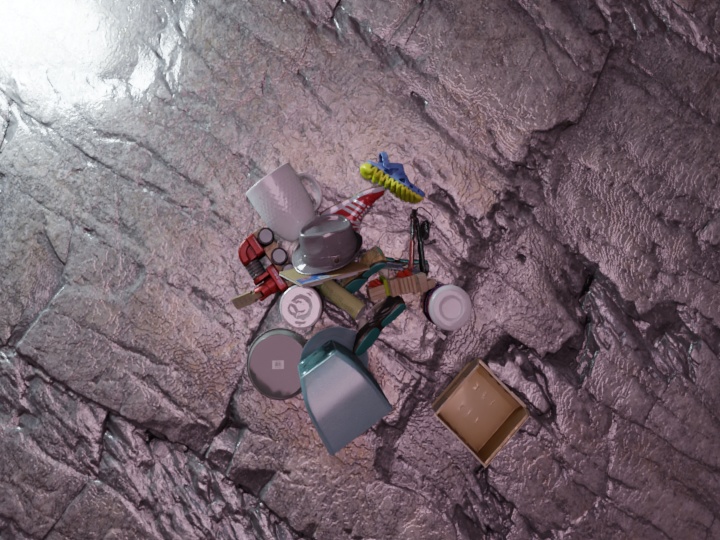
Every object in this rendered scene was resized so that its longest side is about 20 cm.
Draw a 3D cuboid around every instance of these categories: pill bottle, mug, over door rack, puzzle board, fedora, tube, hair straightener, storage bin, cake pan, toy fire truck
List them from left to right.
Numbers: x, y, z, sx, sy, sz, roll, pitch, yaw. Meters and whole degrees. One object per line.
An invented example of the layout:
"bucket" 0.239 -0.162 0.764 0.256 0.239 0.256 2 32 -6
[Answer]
"toy fire truck" -0.289 0.008 1.449 0.198 0.129 0.178 -36 90 -11
"cake pan" -0.228 0.265 1.475 0.194 0.037 0.207 0 89 0
"mug" -0.187 -0.190 1.441 0.199 0.147 0.178 -40 100 -31
"pill bottle" -0.150 0.092 1.397 0.107 0.200 0.115 0 89 -1
"puzzle board" -0.094 0.005 1.362 0.196 0.150 0.018 -15 110 -28
"fedora" -0.092 -0.081 1.354 0.194 0.179 0.092 -12 129 -1
"tube" -0.073 0.057 1.439 0.198 0.052 0.059 35 99 18
"over door rack" 0.130 0.187 1.466 0.198 0.067 0.149 37 90 0
"hair straightener" 0.172 -0.087 1.457 0.074 0.041 0.206 6 64 -8
"pill bottle" 0.225 0.095 1.401 0.109 0.200 0.116 0 89 -1
"storage bin" 0.331 0.385 1.451 0.200 0.094 0.199 43 89 1

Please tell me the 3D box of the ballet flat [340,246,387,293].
"ballet flat" 0.000 0.000 1.438 0.071 0.071 0.199 50 131 1

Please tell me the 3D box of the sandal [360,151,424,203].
"sandal" 0.100 -0.264 1.470 0.197 0.079 0.088 33 75 -4

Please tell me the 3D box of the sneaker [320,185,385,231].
"sneaker" -0.005 -0.152 1.467 0.196 0.071 0.115 -26 85 7

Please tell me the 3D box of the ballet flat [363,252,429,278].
"ballet flat" 0.096 -0.004 1.469 0.194 0.074 0.077 8 89 1

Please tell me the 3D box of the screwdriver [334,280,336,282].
"screwdriver" -0.077 -0.034 1.467 0.028 0.028 0.207 0 102 -21

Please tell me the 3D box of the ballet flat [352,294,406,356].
"ballet flat" 0.040 0.142 1.430 0.200 0.068 0.068 -44 56 -6

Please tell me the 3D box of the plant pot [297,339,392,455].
"plant pot" -0.062 0.303 1.360 0.193 0.196 0.203 -34 103 -4

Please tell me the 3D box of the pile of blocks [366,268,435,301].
"pile of blocks" 0.102 0.027 1.419 0.194 0.082 0.064 -10 107 14

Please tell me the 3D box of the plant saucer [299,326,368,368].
"plant saucer" -0.075 0.249 1.460 0.195 0.039 0.208 -3 103 -14
